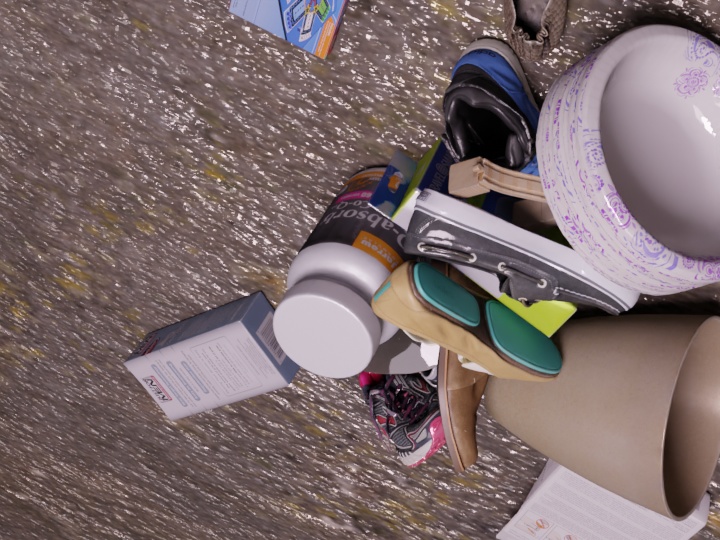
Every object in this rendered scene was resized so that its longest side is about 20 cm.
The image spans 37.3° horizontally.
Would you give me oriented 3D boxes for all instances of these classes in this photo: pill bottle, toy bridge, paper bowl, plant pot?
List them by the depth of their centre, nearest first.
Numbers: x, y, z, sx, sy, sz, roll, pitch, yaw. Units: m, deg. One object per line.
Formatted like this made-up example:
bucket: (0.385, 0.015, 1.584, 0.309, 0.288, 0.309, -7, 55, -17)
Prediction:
paper bowl: (0.225, -0.081, 0.832, 0.201, 0.201, 0.104, 43, 154, -11)
toy bridge: (0.158, -0.051, 0.893, 0.067, 0.027, 0.200, -13, 154, 42)
pill bottle: (0.000, 0.000, 0.994, 0.116, 0.200, 0.117, 12, 130, 15)
plant pot: (0.227, 0.119, 1.016, 0.200, 0.187, 0.188, 10, 130, 35)

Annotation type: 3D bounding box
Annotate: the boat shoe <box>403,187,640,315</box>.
boat shoe: (0.130, -0.003, 0.875, 0.200, 0.069, 0.057, 24, 90, -2)

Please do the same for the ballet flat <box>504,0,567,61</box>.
ballet flat: (0.135, -0.256, 0.835, 0.067, 0.046, 0.200, 9, 129, 18)

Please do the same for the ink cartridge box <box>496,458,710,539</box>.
ink cartridge box: (0.266, 0.274, 1.192, 0.161, 0.050, 0.200, 29, 136, 1)

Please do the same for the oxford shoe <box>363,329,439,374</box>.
oxford shoe: (0.080, 0.055, 1.059, 0.200, 0.071, 0.071, -16, 90, 12)

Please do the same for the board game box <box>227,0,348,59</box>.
board game box: (-0.045, -0.288, 0.913, 0.103, 0.019, 0.200, 28, 132, 4)

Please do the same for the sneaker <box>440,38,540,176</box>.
sneaker: (0.138, -0.094, 0.917, 0.077, 0.111, 0.200, -21, 115, 35)

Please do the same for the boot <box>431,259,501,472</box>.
boot: (0.106, 0.087, 0.987, 0.075, 0.074, 0.201, -2, 90, 3)

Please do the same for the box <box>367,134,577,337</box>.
box: (0.110, -0.040, 0.963, 0.200, 0.122, 0.048, 36, 123, -6)

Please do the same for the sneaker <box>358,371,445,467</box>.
sneaker: (0.045, 0.147, 1.115, 0.075, 0.081, 0.200, 52, 168, -13)

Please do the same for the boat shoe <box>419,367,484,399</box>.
boat shoe: (0.084, 0.091, 1.114, 0.200, 0.069, 0.072, 36, 132, -4)

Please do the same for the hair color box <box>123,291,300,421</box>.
hair color box: (-0.171, 0.104, 1.250, 0.200, 0.061, 0.099, -20, 115, 35)

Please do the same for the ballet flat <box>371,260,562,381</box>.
ballet flat: (0.091, 0.051, 0.927, 0.200, 0.069, 0.063, 32, 131, -31)
